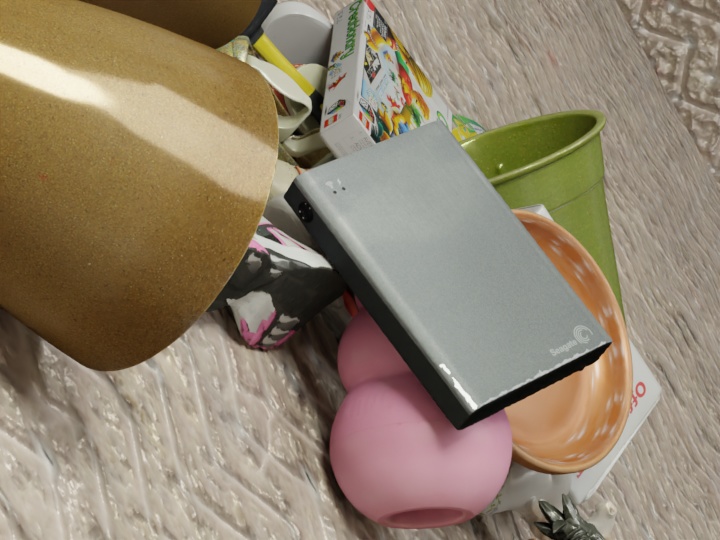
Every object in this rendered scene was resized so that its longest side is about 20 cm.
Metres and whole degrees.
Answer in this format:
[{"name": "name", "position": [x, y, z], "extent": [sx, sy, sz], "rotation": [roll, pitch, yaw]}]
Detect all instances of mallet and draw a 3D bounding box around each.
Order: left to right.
[{"name": "mallet", "position": [-0.039, -0.146, 1.840], "extent": [0.200, 0.066, 0.041], "rotation": [40, -19, -23]}]

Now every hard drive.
[{"name": "hard drive", "position": [0.059, 0.001, 1.617], "extent": [0.139, 0.033, 0.200], "rotation": [-23, 69, -39]}]

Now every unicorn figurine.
[{"name": "unicorn figurine", "position": [0.130, 0.155, 1.848], "extent": [0.074, 0.199, 0.138], "rotation": [-169, -96, -66]}]

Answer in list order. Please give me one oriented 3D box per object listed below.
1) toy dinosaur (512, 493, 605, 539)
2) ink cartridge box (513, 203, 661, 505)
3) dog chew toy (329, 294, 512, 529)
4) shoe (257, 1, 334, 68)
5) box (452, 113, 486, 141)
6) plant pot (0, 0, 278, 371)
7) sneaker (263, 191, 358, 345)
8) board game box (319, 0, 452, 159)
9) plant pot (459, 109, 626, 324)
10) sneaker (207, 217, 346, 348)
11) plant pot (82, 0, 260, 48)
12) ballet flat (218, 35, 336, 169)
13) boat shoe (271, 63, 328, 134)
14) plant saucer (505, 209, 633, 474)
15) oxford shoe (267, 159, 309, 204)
[{"name": "toy dinosaur", "position": [0.140, 0.248, 1.741], "extent": [0.200, 0.102, 0.136], "rotation": [45, 17, -16]}, {"name": "ink cartridge box", "position": [0.134, 0.072, 1.946], "extent": [0.146, 0.084, 0.200], "rotation": [-48, 114, -34]}, {"name": "dog chew toy", "position": [0.038, 0.071, 1.651], "extent": [0.124, 0.124, 0.201], "rotation": [30, 53, -60]}, {"name": "shoe", "position": [-0.032, -0.170, 1.980], "extent": [0.200, 0.071, 0.091], "rotation": [51, 18, -46]}, {"name": "box", "position": [0.121, -0.055, 2.273], "extent": [0.117, 0.048, 0.201], "rotation": [13, 53, -67]}, {"name": "plant pot", "position": [-0.176, -0.073, 1.261], "extent": [0.200, 0.186, 0.187], "rotation": [31, 32, -36]}, {"name": "sneaker", "position": [0.000, 0.000, 1.739], "extent": [0.077, 0.082, 0.200], "rotation": [29, -21, 45]}, {"name": "board game box", "position": [0.022, -0.112, 1.845], "extent": [0.126, 0.035, 0.200], "rotation": [52, 21, -25]}, {"name": "plant pot", "position": [0.143, -0.014, 2.082], "extent": [0.200, 0.199, 0.191], "rotation": [-58, 131, -71]}, {"name": "sneaker", "position": [-0.078, -0.016, 1.595], "extent": [0.086, 0.080, 0.200], "rotation": [57, 8, 25]}, {"name": "plant pot", "position": [-0.136, -0.228, 1.599], "extent": [0.200, 0.186, 0.187], "rotation": [58, 11, -62]}, {"name": "ballet flat", "position": [-0.055, -0.099, 1.802], "extent": [0.200, 0.071, 0.071], "rotation": [50, 20, -34]}, {"name": "boat shoe", "position": [-0.008, -0.075, 1.905], "extent": [0.200, 0.071, 0.063], "rotation": [56, -24, -15]}, {"name": "plant saucer", "position": [0.124, 0.055, 1.794], "extent": [0.200, 0.037, 0.201], "rotation": [19, 62, -40]}, {"name": "oxford shoe", "position": [-0.043, -0.056, 1.752], "extent": [0.200, 0.074, 0.071], "rotation": [45, 24, -43]}]
